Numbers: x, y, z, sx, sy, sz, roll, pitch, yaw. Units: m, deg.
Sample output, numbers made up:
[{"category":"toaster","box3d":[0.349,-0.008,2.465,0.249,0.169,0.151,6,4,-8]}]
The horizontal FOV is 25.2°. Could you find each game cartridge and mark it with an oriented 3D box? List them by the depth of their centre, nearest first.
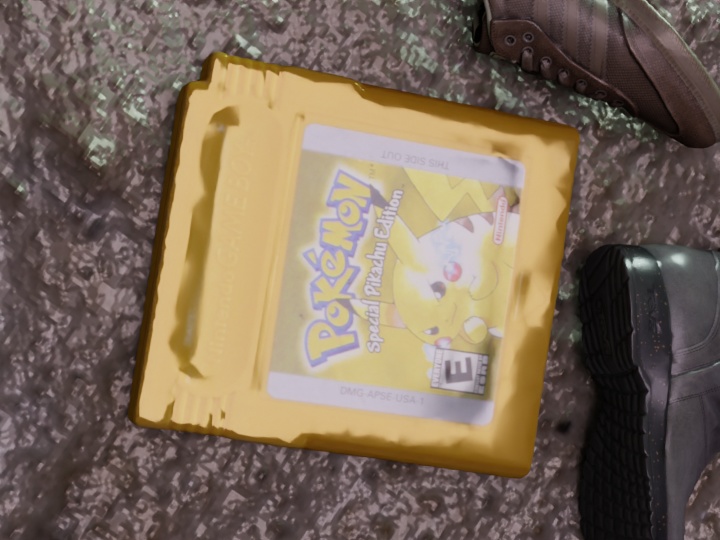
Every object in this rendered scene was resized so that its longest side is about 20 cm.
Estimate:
[{"category":"game cartridge","box3d":[0.000,0.000,0.771,0.199,0.032,0.178,9,88,-19]}]

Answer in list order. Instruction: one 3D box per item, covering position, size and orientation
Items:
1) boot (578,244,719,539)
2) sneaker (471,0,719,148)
[{"category":"boot","box3d":[0.183,0.080,0.815,0.131,0.070,0.202,-2,95,-23]},{"category":"sneaker","box3d":[0.096,-0.122,0.793,0.076,0.070,0.200,-43,100,7]}]
